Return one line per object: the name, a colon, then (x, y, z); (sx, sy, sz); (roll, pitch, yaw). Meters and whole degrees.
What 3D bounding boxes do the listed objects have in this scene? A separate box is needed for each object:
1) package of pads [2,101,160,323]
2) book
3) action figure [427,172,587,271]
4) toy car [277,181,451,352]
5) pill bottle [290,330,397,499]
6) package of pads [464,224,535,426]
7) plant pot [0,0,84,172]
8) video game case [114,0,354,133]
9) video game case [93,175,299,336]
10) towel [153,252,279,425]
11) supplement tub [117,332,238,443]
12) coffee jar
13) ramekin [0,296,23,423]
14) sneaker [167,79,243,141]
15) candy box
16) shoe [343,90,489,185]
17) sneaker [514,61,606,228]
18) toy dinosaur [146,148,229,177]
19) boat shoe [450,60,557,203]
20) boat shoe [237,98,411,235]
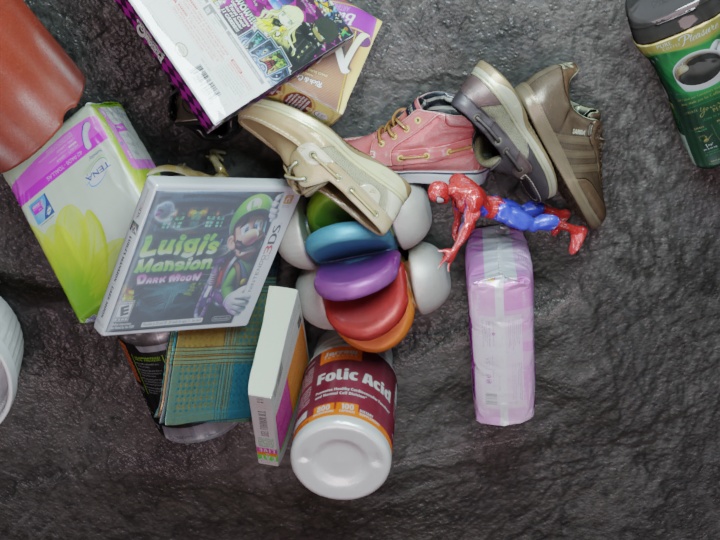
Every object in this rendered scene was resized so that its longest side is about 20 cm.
package of pads: (-0.280, -0.066, 1.594); (0.154, 0.068, 0.201); (-33, 82, 24)
book: (-0.094, 0.124, 1.663); (0.048, 0.134, 0.200); (9, 151, 4)
action figure: (0.140, -0.042, 1.572); (0.199, 0.065, 0.099); (19, 110, -35)
toy car: (0.000, 0.000, 1.610); (0.174, 0.150, 0.201); (-11, 121, 12)
pill bottle: (-0.015, 0.156, 1.683); (0.114, 0.200, 0.115); (2, 123, 3)
package of pads: (0.159, 0.062, 1.654); (0.075, 0.121, 0.201); (-2, 122, 7)
plant pot: (-0.399, -0.215, 1.495); (0.200, 0.201, 0.195); (-29, 124, 22)
video game case: (-0.131, -0.261, 1.415); (0.200, 0.181, 0.036); (54, 156, -3)
video game case: (-0.167, -0.015, 1.538); (0.199, 0.023, 0.182); (-2, 124, -45)
towel: (-0.159, 0.073, 1.651); (0.022, 0.146, 0.201); (12, 94, 41)
supplement tub: (-0.210, 0.091, 1.705); (0.122, 0.123, 0.201); (-10, 122, 11)
coffee jar: (0.346, -0.208, 1.481); (0.104, 0.085, 0.200); (-21, 120, 20)
ramekin: (-0.496, 0.097, 1.747); (0.199, 0.105, 0.201); (3, 123, 4)
sneaker: (-0.168, -0.220, 1.506); (0.076, 0.114, 0.200); (-12, 116, 13)
candy box: (-0.090, -0.243, 1.477); (0.199, 0.117, 0.056); (28, 159, -12)
shoe: (0.042, -0.143, 1.565); (0.199, 0.072, 0.091); (1, 122, -2)
sneaker: (0.232, -0.130, 1.554); (0.075, 0.071, 0.200); (-33, 126, 0)
toy dinosaur: (-0.158, -0.089, 1.588); (0.058, 0.101, 0.200); (-41, 133, 8)
boat shoe: (0.146, -0.132, 1.516); (0.065, 0.072, 0.200); (-38, 139, -2)
boat shoe: (-0.045, -0.107, 1.504); (0.200, 0.072, 0.065); (32, 77, -10)
